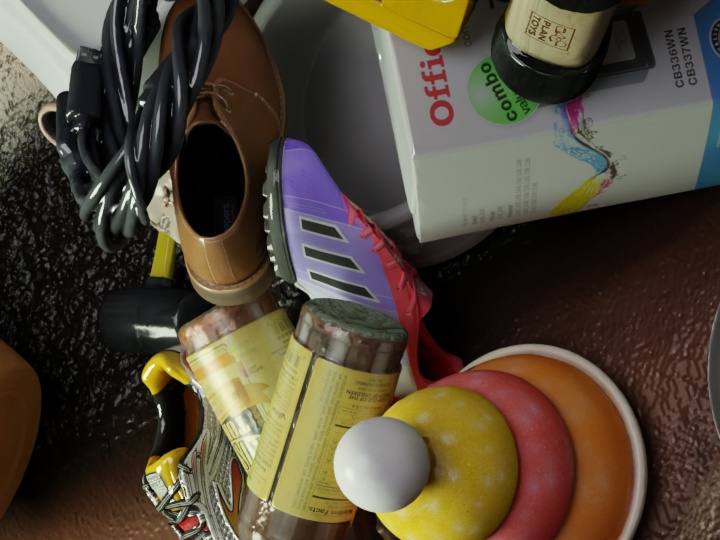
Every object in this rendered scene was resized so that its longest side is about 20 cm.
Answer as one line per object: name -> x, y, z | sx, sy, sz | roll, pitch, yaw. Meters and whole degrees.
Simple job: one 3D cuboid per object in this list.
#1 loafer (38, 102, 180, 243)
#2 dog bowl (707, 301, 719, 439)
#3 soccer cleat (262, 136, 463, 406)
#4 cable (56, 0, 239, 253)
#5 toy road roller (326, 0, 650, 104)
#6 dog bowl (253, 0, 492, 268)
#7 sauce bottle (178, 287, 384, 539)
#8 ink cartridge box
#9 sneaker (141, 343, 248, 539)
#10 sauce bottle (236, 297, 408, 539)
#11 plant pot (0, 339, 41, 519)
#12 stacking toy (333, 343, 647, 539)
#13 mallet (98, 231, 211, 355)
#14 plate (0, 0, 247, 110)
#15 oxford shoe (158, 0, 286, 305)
loafer -> -0.119, -0.055, 1.679 | 0.200, 0.063, 0.072 | 35, 126, 48
dog bowl -> 0.280, 0.051, 1.470 | 0.199, 0.059, 0.201 | -6, 78, 31
soccer cleat -> 0.000, 0.000, 1.588 | 0.073, 0.200, 0.068 | -5, 44, 17
cable -> -0.110, -0.102, 1.557 | 0.163, 0.051, 0.200 | -51, 26, 29
toy road roller -> 0.064, -0.188, 1.395 | 0.199, 0.123, 0.146 | 23, 63, 4
dog bowl -> 0.013, -0.102, 1.660 | 0.199, 0.059, 0.201 | -6, 79, 32
sauce bottle -> -0.032, 0.107, 1.624 | 0.066, 0.066, 0.201 | -30, 86, 24
ink cartridge box -> 0.110, -0.120, 1.508 | 0.199, 0.146, 0.147 | -11, 74, -1
sneaker -> -0.090, 0.138, 1.664 | 0.078, 0.082, 0.201 | -26, 66, 49
sauce bottle -> -0.031, 0.115, 1.560 | 0.065, 0.065, 0.201 | 29, 108, 32
plant pot -> -0.287, 0.093, 1.752 | 0.139, 0.200, 0.201 | 22, 94, 16
stacking toy -> 0.051, 0.103, 1.518 | 0.146, 0.200, 0.147 | -5, 80, 30
mallet -> -0.104, -0.045, 1.742 | 0.066, 0.041, 0.201 | 11, 84, 34
plate -> -0.135, -0.194, 1.727 | 0.200, 0.032, 0.200 | -45, 43, 0
oxford shoe -> -0.079, -0.085, 1.595 | 0.071, 0.071, 0.201 | -12, 59, 4
